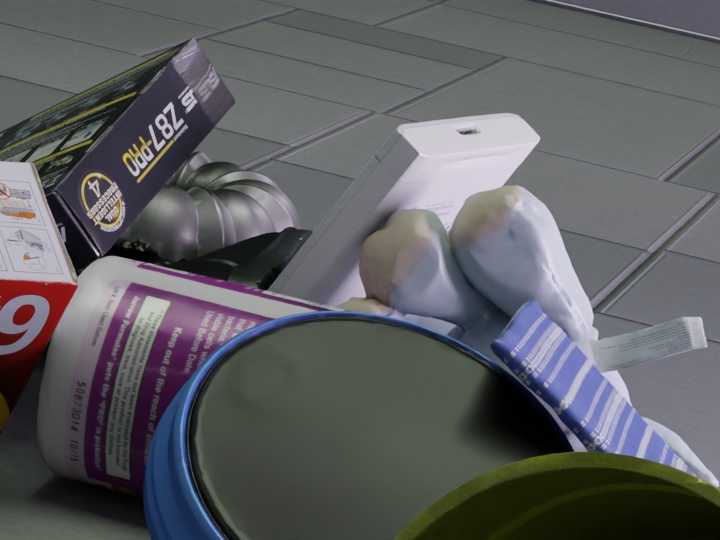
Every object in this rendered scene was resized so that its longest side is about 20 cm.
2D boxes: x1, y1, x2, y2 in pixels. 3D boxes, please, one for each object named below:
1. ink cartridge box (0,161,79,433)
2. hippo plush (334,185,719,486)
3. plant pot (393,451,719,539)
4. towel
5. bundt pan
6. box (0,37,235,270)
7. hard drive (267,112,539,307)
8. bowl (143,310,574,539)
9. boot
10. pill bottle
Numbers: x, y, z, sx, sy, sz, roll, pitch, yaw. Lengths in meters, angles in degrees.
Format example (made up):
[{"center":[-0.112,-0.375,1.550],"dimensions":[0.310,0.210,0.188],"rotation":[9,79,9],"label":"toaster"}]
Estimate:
[{"center":[-0.258,0.032,1.384],"dimensions":[0.199,0.176,0.084],"rotation":[2,46,-32],"label":"ink cartridge box"},{"center":[0.075,0.035,1.542],"dimensions":[0.198,0.161,0.161],"rotation":[-5,3,3],"label":"hippo plush"},{"center":[0.117,0.169,1.002],"dimensions":[0.200,0.202,0.193],"rotation":[19,3,33],"label":"plant pot"},{"center":[0.132,0.099,1.366],"dimensions":[0.200,0.024,0.145],"rotation":[48,9,1],"label":"towel"},{"center":[-0.126,-0.030,1.844],"dimensions":[0.200,0.076,0.202],"rotation":[10,14,-3],"label":"bundt pan"},{"center":[-0.179,-0.034,1.542],"dimensions":[0.199,0.049,0.161],"rotation":[-22,21,35],"label":"box"},{"center":[0.000,0.000,1.571],"dimensions":[0.027,0.200,0.132],"rotation":[47,26,18],"label":"hard drive"},{"center":[0.007,0.097,1.286],"dimensions":[0.199,0.039,0.201],"rotation":[12,43,-11],"label":"bowl"},{"center":[-0.120,0.005,1.695],"dimensions":[0.167,0.077,0.200],"rotation":[11,9,10],"label":"boot"},{"center":[-0.044,0.067,1.418],"dimensions":[0.199,0.113,0.112],"rotation":[14,13,12],"label":"pill bottle"}]
